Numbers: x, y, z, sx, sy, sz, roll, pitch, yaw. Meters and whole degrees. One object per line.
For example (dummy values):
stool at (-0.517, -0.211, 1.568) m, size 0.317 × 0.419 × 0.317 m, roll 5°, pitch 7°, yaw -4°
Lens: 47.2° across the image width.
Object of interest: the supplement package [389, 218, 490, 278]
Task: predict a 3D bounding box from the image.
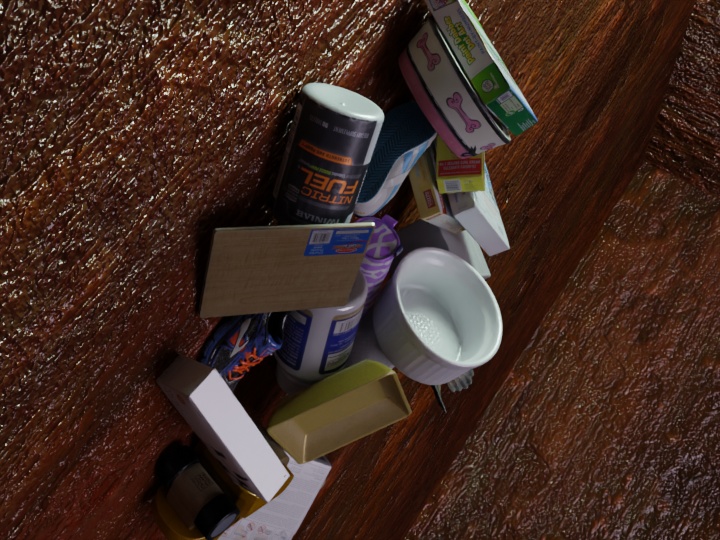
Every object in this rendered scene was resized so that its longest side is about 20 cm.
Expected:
supplement package at (0.134, -0.020, 1.461) m, size 0.118 × 0.124 × 0.199 m, roll -25°, pitch 170°, yaw 22°

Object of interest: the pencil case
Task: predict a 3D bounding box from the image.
pencil case at (0.000, 0.000, 1.243) m, size 0.086 × 0.083 × 0.201 m, roll -55°, pitch 175°, yaw -37°

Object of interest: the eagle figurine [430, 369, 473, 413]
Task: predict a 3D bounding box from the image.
eagle figurine at (0.128, 0.167, 1.628) m, size 0.153 × 0.198 × 0.152 m, roll -54°, pitch 158°, yaw -14°

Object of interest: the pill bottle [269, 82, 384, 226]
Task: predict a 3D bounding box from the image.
pill bottle at (-0.048, -0.112, 0.999) m, size 0.106 × 0.105 × 0.204 m, roll -24°, pitch 139°, yaw -56°

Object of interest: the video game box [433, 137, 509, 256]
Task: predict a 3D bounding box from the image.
video game box at (0.178, -0.142, 1.349) m, size 0.200 × 0.046 × 0.186 m, roll 36°, pitch 40°, yaw -59°

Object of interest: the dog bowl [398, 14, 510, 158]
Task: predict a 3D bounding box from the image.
dog bowl at (0.125, -0.244, 1.134) m, size 0.073 × 0.203 × 0.199 m, roll -31°, pitch 166°, yaw 17°

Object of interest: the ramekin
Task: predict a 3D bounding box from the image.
ramekin at (0.113, 0.075, 1.272) m, size 0.200 × 0.201 × 0.098 m, roll -37°, pitch 175°, yaw -45°

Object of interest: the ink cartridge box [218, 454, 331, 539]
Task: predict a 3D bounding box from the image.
ink cartridge box at (-0.159, 0.373, 1.339) m, size 0.158 × 0.047 × 0.203 m, roll 27°, pitch 95°, yaw -35°

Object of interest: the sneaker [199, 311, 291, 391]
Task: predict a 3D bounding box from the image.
sneaker at (-0.144, 0.093, 1.075) m, size 0.203 × 0.077 × 0.075 m, roll -62°, pitch 158°, yaw 2°

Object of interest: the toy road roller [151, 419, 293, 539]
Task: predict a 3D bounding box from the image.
toy road roller at (-0.206, 0.313, 1.168) m, size 0.198 × 0.123 × 0.147 m, roll -23°, pitch 150°, yaw -51°

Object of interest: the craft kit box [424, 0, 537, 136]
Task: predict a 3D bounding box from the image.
craft kit box at (0.165, -0.298, 1.142) m, size 0.048 × 0.201 × 0.199 m, roll -29°, pitch 166°, yaw 18°

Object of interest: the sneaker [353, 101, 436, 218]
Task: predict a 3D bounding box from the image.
sneaker at (0.045, -0.165, 1.207) m, size 0.200 × 0.076 × 0.081 m, roll -48°, pitch 164°, yaw -15°

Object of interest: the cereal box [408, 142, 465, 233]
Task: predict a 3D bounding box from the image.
cereal box at (0.122, -0.143, 1.326) m, size 0.039 × 0.147 × 0.199 m, roll -18°, pitch 170°, yaw 19°

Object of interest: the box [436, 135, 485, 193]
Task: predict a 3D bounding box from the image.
box at (0.152, -0.219, 1.246) m, size 0.050 × 0.073 × 0.205 m, roll 59°, pitch 33°, yaw -65°

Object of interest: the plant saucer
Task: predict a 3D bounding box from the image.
plant saucer at (-0.031, 0.203, 1.220) m, size 0.196 × 0.049 × 0.201 m, roll -24°, pitch 151°, yaw -1°

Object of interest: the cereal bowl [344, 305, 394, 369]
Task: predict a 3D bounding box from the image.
cereal bowl at (-0.008, 0.122, 1.353) m, size 0.198 × 0.084 × 0.200 m, roll -36°, pitch -168°, yaw 9°

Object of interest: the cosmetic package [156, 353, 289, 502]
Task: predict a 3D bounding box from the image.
cosmetic package at (-0.170, 0.199, 1.030) m, size 0.051 × 0.081 × 0.202 m, roll -47°, pitch 126°, yaw -29°

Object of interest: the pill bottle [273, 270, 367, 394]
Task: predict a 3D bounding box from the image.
pill bottle at (-0.065, 0.086, 1.189) m, size 0.119 × 0.118 × 0.203 m, roll -37°, pitch 152°, yaw -45°

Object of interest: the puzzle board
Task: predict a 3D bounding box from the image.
puzzle board at (-0.091, -0.003, 0.992) m, size 0.195 × 0.018 × 0.152 m, roll -4°, pitch 140°, yaw -24°
